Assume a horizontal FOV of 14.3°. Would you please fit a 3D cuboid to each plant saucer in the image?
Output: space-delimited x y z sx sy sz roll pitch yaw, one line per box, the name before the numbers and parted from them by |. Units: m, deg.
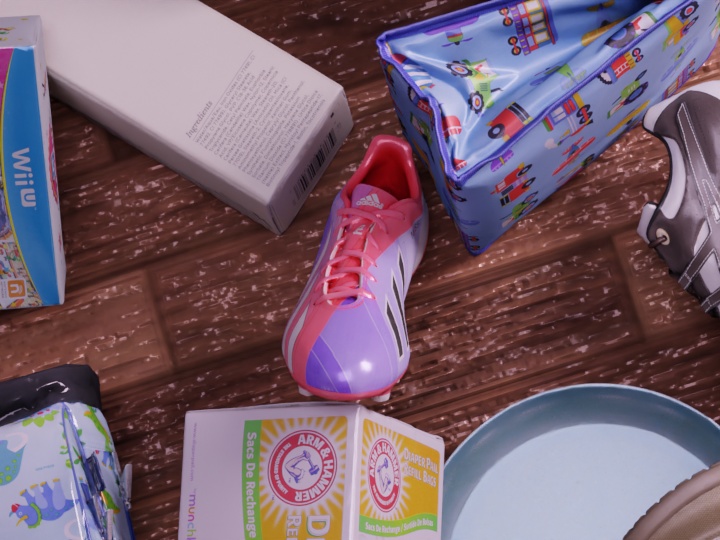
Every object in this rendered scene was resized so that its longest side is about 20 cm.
plant saucer | 0.126 0.160 1.508 0.199 0.027 0.201 -2 76 6

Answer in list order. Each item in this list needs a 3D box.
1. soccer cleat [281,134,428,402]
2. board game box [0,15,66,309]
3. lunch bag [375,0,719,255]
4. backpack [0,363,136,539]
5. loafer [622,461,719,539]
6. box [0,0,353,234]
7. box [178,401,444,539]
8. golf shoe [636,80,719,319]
soccer cleat | 0.000 0.000 1.480 0.066 0.200 0.077 5 116 7
board game box | -0.262 -0.052 1.530 0.199 0.064 0.148 -5 109 -2
lunch bag | 0.120 -0.108 1.509 0.199 0.151 0.094 -28 75 -2
backpack | -0.187 0.161 1.491 0.162 0.154 0.201 -15 87 -5
loafer | 0.219 0.123 1.455 0.199 0.076 0.068 -28 69 -1
box | -0.108 -0.107 1.575 0.200 0.068 0.082 32 81 13
box | -0.027 0.174 1.463 0.101 0.112 0.201 -4 74 26
golf shoe | 0.196 -0.002 1.519 0.094 0.078 0.201 -6 82 20
